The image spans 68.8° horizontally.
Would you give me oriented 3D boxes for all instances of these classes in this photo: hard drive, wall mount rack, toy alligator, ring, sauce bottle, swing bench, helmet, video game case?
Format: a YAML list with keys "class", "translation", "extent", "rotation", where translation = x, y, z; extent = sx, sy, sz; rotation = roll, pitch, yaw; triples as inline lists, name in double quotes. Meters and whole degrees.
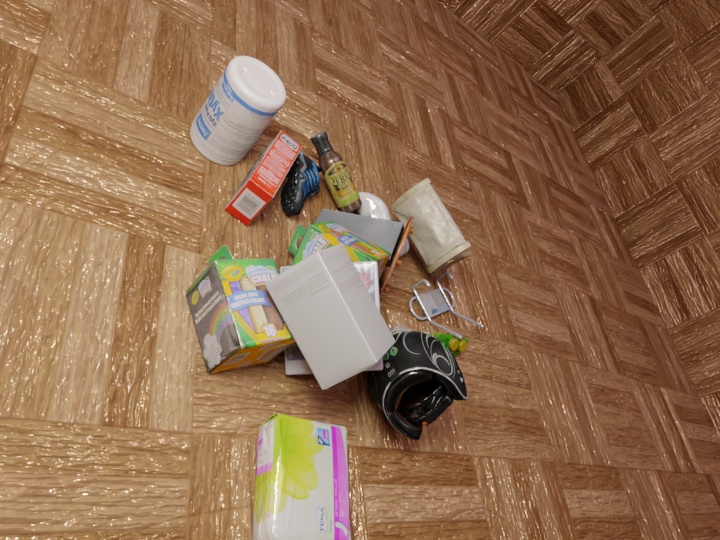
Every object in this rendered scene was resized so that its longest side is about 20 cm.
- class: "hard drive"
  translation: [-0.014, -0.077, 1.194]
  extent: [0.199, 0.033, 0.140]
  rotation: [11, 41, 11]
- class: "wall mount rack"
  translation: [0.220, 0.096, 1.349]
  extent: [0.199, 0.074, 0.174]
  rotation: [-14, 72, -48]
- class: "toy alligator"
  translation: [0.199, 0.182, 1.274]
  extent: [0.199, 0.059, 0.055]
  rotation: [15, 93, -47]
- class: "ring"
  translation: [0.085, -0.030, 1.217]
  extent: [0.019, 0.201, 0.201]
  rotation: [24, 42, -1]
- class: "sauce bottle"
  translation: [-0.062, -0.238, 1.284]
  extent: [0.201, 0.064, 0.065]
  rotation: [63, 35, -20]
- class: "swing bench"
  translation: [0.181, -0.101, 1.356]
  extent: [0.200, 0.129, 0.200]
  rotation: [60, 8, 12]
- class: "helmet"
  translation: [0.110, 0.218, 1.056]
  extent: [0.200, 0.200, 0.191]
  rotation: [41, 12, -13]
- class: "video game case"
  translation: [-0.053, 0.088, 0.971]
  extent: [0.023, 0.181, 0.202]
  rotation: [42, 45, -88]

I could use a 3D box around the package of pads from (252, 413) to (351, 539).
- class: "package of pads"
  translation: [-0.095, 0.343, 0.851]
  extent: [0.154, 0.068, 0.201]
  rotation: [22, 47, -33]

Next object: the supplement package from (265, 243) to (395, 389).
- class: "supplement package"
  translation: [-0.047, 0.074, 0.888]
  extent: [0.201, 0.117, 0.117]
  rotation: [61, 20, 1]

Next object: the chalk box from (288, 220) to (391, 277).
- class: "chalk box"
  translation: [-0.061, -0.021, 1.071]
  extent: [0.199, 0.125, 0.124]
  rotation: [28, 16, 12]

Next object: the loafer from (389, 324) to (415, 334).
- class: "loafer"
  translation: [0.133, 0.186, 1.211]
  extent: [0.200, 0.072, 0.063]
  rotation: [42, 21, -22]

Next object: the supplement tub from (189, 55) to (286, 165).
- class: "supplement tub"
  translation: [-0.257, -0.330, 1.100]
  extent: [0.131, 0.200, 0.133]
  rotation: [26, 45, -29]

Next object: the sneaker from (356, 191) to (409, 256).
- class: "sneaker"
  translation: [0.046, -0.114, 1.341]
  extent: [0.201, 0.070, 0.080]
  rotation: [52, 41, -1]

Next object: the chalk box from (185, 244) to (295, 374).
- class: "chalk box"
  translation: [-0.211, 0.056, 0.911]
  extent: [0.123, 0.124, 0.201]
  rotation: [-2, 64, -45]

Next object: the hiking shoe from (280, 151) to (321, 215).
- class: "hiking shoe"
  translation: [-0.129, -0.199, 1.228]
  extent: [0.086, 0.074, 0.201]
  rotation: [27, 45, -27]

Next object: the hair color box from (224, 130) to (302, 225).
- class: "hair color box"
  translation: [-0.205, -0.200, 1.125]
  extent: [0.064, 0.111, 0.201]
  rotation: [38, 40, -17]
